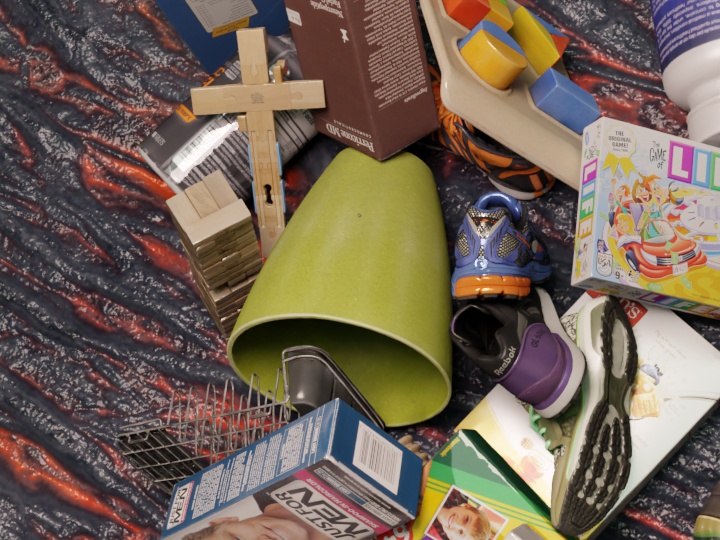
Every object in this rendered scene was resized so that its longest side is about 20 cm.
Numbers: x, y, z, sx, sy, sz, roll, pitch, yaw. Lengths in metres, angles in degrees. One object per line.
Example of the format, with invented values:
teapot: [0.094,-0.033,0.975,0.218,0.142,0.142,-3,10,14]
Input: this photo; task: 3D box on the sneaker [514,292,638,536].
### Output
sneaker: [0.165,0.117,1.184,0.088,0.077,0.201,-11,52,38]

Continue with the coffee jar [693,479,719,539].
coffee jar: [0.286,0.265,1.138,0.104,0.085,0.201,18,77,18]

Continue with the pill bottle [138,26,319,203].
pill bottle: [-0.096,-0.140,1.349,0.200,0.106,0.106,-43,68,-3]

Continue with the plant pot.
plant pot: [0.000,0.000,1.256,0.186,0.187,0.201,4,59,15]

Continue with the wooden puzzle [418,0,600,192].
wooden puzzle: [0.130,-0.176,1.238,0.046,0.185,0.201,-41,37,31]

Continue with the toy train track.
toy train track: [-0.081,-0.110,1.282,0.114,0.033,0.201,-2,110,9]

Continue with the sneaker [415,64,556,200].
sneaker: [0.086,-0.144,1.302,0.199,0.112,0.078,30,82,20]

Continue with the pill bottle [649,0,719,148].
pill bottle: [0.310,-0.198,1.261,0.119,0.120,0.201,-8,71,11]

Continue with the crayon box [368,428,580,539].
crayon box: [0.076,0.257,1.181,0.200,0.058,0.173,-47,73,8]

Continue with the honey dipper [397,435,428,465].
honey dipper: [0.092,0.221,1.228,0.038,0.038,0.200,-41,72,-2]

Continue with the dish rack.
dish rack: [-0.094,0.138,1.235,0.199,0.154,0.055,-13,51,19]

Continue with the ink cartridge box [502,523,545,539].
ink cartridge box: [0.099,0.303,1.106,0.116,0.067,0.200,39,97,14]

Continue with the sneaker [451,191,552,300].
sneaker: [0.118,-0.026,1.216,0.075,0.200,0.079,1,99,9]

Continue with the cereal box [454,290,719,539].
cereal box: [0.196,0.112,1.233,0.144,0.040,0.200,42,86,21]

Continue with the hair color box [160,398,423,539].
hair color box: [-0.056,0.184,1.188,0.200,0.100,0.061,-31,34,36]

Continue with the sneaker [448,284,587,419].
sneaker: [0.109,0.041,1.193,0.087,0.200,0.076,29,98,-20]

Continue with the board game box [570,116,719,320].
board game box: [0.270,-0.035,1.208,0.199,0.034,0.135,12,73,-18]

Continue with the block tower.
block tower: [-0.116,-0.010,1.262,0.054,0.200,0.058,-30,68,-11]

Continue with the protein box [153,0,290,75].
protein box: [-0.099,-0.310,1.352,0.197,0.200,0.136,-22,68,6]

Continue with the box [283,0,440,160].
box: [-0.006,-0.203,1.232,0.075,0.201,0.100,-32,36,-24]
